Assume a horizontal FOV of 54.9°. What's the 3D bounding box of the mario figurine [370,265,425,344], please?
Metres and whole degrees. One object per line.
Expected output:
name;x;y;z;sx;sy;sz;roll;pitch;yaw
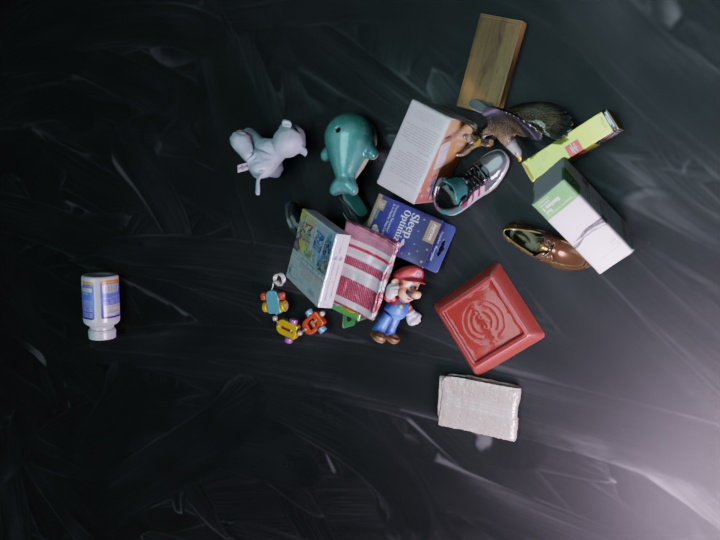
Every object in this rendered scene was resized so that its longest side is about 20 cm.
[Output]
mario figurine;0.100;0.084;1.635;0.105;0.123;0.201;24;104;6

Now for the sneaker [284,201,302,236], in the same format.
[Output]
sneaker;-0.123;-0.095;1.782;0.082;0.073;0.201;-29;91;21

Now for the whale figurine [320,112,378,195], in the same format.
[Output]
whale figurine;-0.036;-0.281;1.656;0.158;0.104;0.202;4;77;29

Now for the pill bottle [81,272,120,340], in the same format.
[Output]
pill bottle;-0.811;0.112;2.168;0.111;0.112;0.202;6;100;28

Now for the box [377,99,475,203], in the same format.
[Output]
box;0.148;-0.263;1.551;0.106;0.152;0.201;32;112;22

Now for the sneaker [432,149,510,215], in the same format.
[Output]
sneaker;0.234;-0.194;1.531;0.200;0.120;0.084;-44;76;26

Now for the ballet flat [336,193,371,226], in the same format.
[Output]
ballet flat;0.005;-0.118;1.708;0.073;0.073;0.201;-39;84;28

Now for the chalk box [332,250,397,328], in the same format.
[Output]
chalk box;-0.012;0.042;1.701;0.123;0.125;0.201;25;107;24

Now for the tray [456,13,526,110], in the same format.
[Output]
tray;0.285;-0.448;1.516;0.098;0.037;0.202;21;106;25

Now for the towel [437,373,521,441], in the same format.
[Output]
towel;0.276;0.318;1.629;0.199;0.034;0.134;8;102;27

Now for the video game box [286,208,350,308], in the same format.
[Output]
video game box;-0.105;-0.033;1.664;0.200;0.046;0.184;38;119;54

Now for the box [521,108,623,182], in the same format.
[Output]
box;0.437;-0.256;1.435;0.199;0.075;0.050;-31;82;28

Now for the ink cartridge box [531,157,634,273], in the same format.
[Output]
ink cartridge box;0.440;-0.111;1.377;0.200;0.146;0.084;45;119;-7

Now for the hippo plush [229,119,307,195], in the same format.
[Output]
hippo plush;-0.225;-0.321;1.744;0.160;0.200;0.160;-36;101;20

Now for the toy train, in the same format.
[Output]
toy train;-0.174;0.105;1.844;0.200;0.056;0.150;49;115;11

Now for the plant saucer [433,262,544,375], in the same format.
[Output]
plant saucer;0.286;0.117;1.594;0.200;0.037;0.200;-36;79;27

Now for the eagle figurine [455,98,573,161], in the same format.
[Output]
eagle figurine;0.315;-0.298;1.433;0.199;0.150;0.153;-20;44;51

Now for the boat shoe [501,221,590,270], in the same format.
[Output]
boat shoe;0.397;-0.047;1.489;0.199;0.068;0.073;21;105;24

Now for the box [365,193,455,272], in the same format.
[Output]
box;0.112;-0.088;1.629;0.199;0.032;0.122;24;94;10

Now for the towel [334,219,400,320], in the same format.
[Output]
towel;0.000;0.000;1.606;0.143;0.023;0.202;25;108;24
